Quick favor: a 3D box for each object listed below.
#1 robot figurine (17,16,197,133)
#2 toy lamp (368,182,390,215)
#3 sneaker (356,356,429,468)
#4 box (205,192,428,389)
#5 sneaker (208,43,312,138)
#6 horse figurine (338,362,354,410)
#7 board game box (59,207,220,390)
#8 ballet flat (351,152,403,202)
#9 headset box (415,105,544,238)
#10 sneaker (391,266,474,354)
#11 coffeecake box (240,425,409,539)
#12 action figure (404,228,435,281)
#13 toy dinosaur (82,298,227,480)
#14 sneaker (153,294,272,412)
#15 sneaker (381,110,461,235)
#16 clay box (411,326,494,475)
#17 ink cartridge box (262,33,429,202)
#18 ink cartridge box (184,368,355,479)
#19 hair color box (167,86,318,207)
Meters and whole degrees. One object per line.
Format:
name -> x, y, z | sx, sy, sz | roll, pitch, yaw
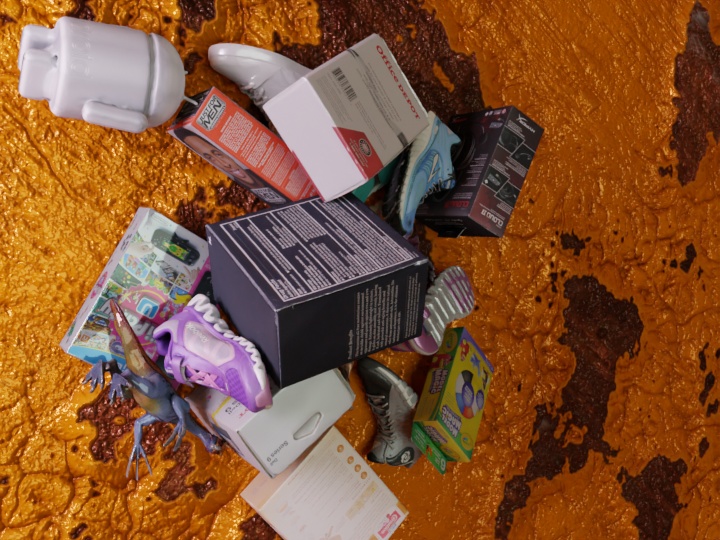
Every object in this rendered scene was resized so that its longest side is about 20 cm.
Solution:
robot figurine -> -0.295, -0.231, 0.926 | 0.199, 0.113, 0.170 | 2, 57, -30
toy lamp -> 0.012, -0.080, 1.152 | 0.200, 0.058, 0.058 | -31, 108, -22
sneaker -> 0.038, 0.229, 1.180 | 0.116, 0.075, 0.200 | -48, 116, -16
box -> -0.057, 0.013, 0.948 | 0.198, 0.200, 0.124 | -17, 129, -26
sneaker -> -0.118, -0.223, 1.055 | 0.199, 0.074, 0.116 | 14, 83, -32
horse figurine -> -0.038, 0.136, 1.079 | 0.050, 0.200, 0.133 | 8, 62, -22
board game box -> -0.262, 0.043, 0.996 | 0.147, 0.064, 0.201 | 33, 79, -28
ballet flat -> 0.000, -0.143, 1.125 | 0.200, 0.072, 0.072 | -48, 117, -47
headset box -> 0.171, -0.137, 1.188 | 0.077, 0.149, 0.201 | 29, 80, -28
sneaker -> 0.101, 0.062, 1.198 | 0.200, 0.088, 0.081 | -41, 104, -45
coffeecake box -> -0.048, 0.339, 1.135 | 0.154, 0.073, 0.200 | -46, 114, -20
action figure -> 0.000, 0.000, 1.123 | 0.199, 0.134, 0.150 | -11, 64, -5
toy dinosaur -> -0.229, 0.155, 0.943 | 0.181, 0.105, 0.201 | 29, 66, -49
sneaker -> -0.176, 0.107, 0.906 | 0.088, 0.200, 0.081 | -24, 130, -29
sneaker -> 0.097, -0.134, 1.124 | 0.090, 0.078, 0.201 | 27, 67, -11
clay box -> 0.143, 0.200, 1.201 | 0.115, 0.047, 0.201 | 51, 44, -34
ink cartridge box -> -0.011, -0.201, 1.017 | 0.147, 0.083, 0.200 | 57, 40, -12
ink cartridge box -> -0.120, 0.165, 1.007 | 0.145, 0.200, 0.088 | -42, 113, -21
hair color box -> -0.144, -0.150, 1.029 | 0.200, 0.101, 0.061 | 36, 75, -26
